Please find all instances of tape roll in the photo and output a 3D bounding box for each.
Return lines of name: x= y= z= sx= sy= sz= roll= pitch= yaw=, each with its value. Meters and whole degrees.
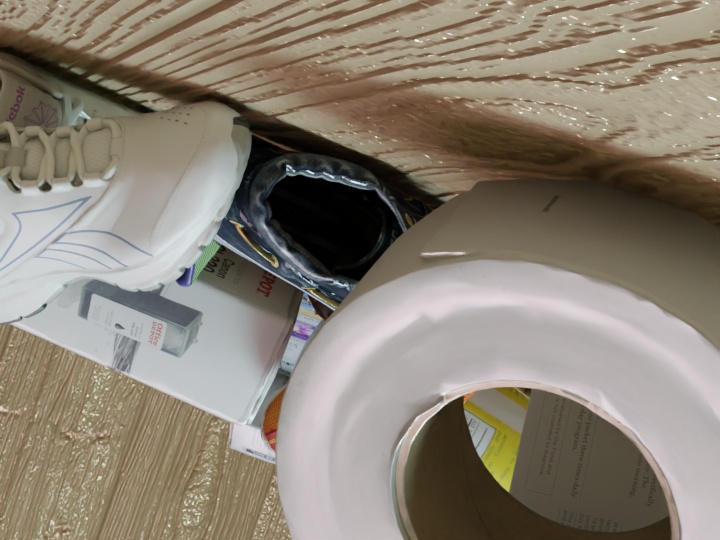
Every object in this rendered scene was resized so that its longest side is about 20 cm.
tape roll: x=0.072 y=0.070 z=0.659 sx=0.201 sy=0.203 sz=0.071 roll=18 pitch=-149 yaw=16

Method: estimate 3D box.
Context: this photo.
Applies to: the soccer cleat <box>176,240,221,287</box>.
soccer cleat: x=-0.165 y=-0.048 z=1.014 sx=0.199 sy=0.084 sz=0.065 roll=21 pitch=175 yaw=-25

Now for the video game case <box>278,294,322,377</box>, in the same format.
video game case: x=0.013 y=0.043 z=1.294 sx=0.199 sy=0.046 sz=0.182 roll=19 pitch=155 yaw=8

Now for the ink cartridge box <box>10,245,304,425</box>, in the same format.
ink cartridge box: x=-0.136 y=0.001 z=1.142 sx=0.199 sy=0.085 sz=0.146 roll=26 pitch=-161 yaw=-4

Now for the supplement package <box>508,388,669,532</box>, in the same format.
supplement package: x=0.174 y=0.120 z=0.782 sx=0.199 sy=0.192 sz=0.147 roll=11 pitch=174 yaw=21

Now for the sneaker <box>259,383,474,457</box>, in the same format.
sneaker: x=0.033 y=0.062 z=1.085 sx=0.073 sy=0.200 sz=0.077 roll=60 pitch=148 yaw=-3

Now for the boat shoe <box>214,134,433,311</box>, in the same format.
boat shoe: x=0.013 y=-0.003 z=0.861 sx=0.200 sy=0.071 sz=0.091 roll=24 pitch=179 yaw=-29

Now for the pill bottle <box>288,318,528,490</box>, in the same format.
pill bottle: x=0.055 y=0.103 z=1.195 sx=0.200 sy=0.112 sz=0.111 roll=34 pitch=171 yaw=-20

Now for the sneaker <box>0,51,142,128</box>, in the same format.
sneaker: x=-0.153 y=-0.057 z=0.890 sx=0.199 sy=0.075 sz=0.100 roll=21 pitch=177 yaw=-17

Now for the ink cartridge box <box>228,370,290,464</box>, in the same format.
ink cartridge box: x=0.025 y=0.092 z=1.409 sx=0.199 sy=0.200 sz=0.041 roll=19 pitch=135 yaw=9

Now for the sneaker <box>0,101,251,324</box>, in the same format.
sneaker: x=-0.135 y=-0.032 z=0.816 sx=0.199 sy=0.075 sz=0.087 roll=-20 pitch=139 yaw=31

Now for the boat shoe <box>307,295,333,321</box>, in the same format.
boat shoe: x=0.000 y=0.000 z=1.073 sx=0.071 sy=0.070 sz=0.200 roll=57 pitch=176 yaw=-12

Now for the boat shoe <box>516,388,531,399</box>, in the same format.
boat shoe: x=0.166 y=0.064 z=1.088 sx=0.199 sy=0.073 sz=0.065 roll=19 pitch=-178 yaw=9
